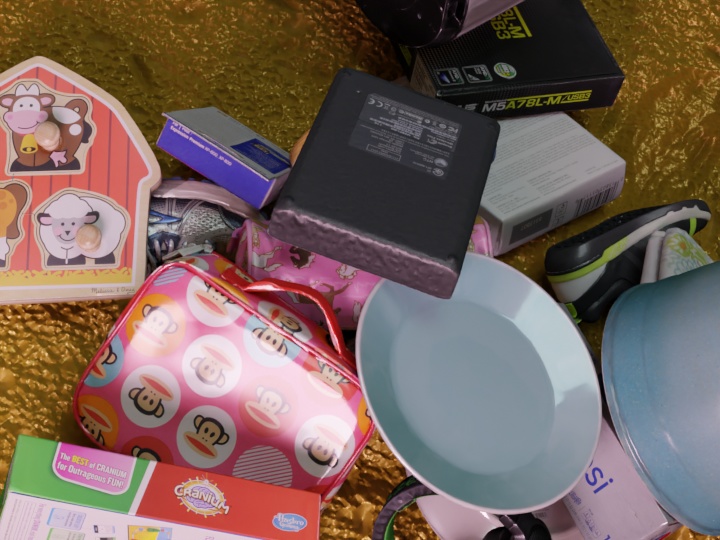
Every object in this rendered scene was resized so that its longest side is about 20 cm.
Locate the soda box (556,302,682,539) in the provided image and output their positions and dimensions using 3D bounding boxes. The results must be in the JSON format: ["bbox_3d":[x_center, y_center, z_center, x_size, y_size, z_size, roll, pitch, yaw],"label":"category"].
[{"bbox_3d":[0.172,0.124,1.182,0.063,0.068,0.201,6,49,-57],"label":"soda box"}]

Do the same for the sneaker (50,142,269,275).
[{"bbox_3d":[-0.163,-0.026,1.195,0.197,0.077,0.086,15,60,-1],"label":"sneaker"}]

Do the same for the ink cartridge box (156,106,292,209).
[{"bbox_3d":[-0.102,-0.090,1.199,0.094,0.200,0.037,32,97,1],"label":"ink cartridge box"}]

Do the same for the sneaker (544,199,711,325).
[{"bbox_3d":[0.237,-0.004,1.350,0.198,0.071,0.084,-22,97,-33],"label":"sneaker"}]

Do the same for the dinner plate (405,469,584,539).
[{"bbox_3d":[0.130,0.153,1.215,0.197,0.024,0.202,10,56,-15],"label":"dinner plate"}]

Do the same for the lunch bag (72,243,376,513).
[{"bbox_3d":[-0.085,0.082,1.080,0.199,0.177,0.082,36,12,1],"label":"lunch bag"}]

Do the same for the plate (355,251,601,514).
[{"bbox_3d":[0.082,0.080,1.086,0.198,0.026,0.202,13,57,-21],"label":"plate"}]

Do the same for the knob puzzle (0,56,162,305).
[{"bbox_3d":[-0.249,-0.075,1.154,0.216,0.031,0.223,0,69,0],"label":"knob puzzle"}]

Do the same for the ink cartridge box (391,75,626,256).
[{"bbox_3d":[0.118,-0.112,1.385,0.161,0.058,0.200,-24,49,-32],"label":"ink cartridge box"}]

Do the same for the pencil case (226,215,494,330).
[{"bbox_3d":[0.000,0.000,1.157,0.197,0.084,0.087,-2,18,-11],"label":"pencil case"}]

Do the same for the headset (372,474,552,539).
[{"bbox_3d":[0.099,0.223,1.107,0.200,0.123,0.094,49,33,-4],"label":"headset"}]

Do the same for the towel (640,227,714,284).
[{"bbox_3d":[0.290,0.082,1.275,0.171,0.048,0.202,39,45,-24],"label":"towel"}]

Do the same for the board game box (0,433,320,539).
[{"bbox_3d":[-0.141,0.179,1.009,0.197,0.153,0.041,13,53,-14],"label":"board game box"}]

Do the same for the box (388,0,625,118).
[{"bbox_3d":[0.121,-0.227,1.426,0.191,0.048,0.202,-9,53,-18],"label":"box"}]

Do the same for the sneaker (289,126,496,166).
[{"bbox_3d":[0.036,-0.073,1.250,0.198,0.075,0.089,-9,63,-32],"label":"sneaker"}]

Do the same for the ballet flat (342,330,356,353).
[{"bbox_3d":[0.003,0.073,1.198,0.199,0.075,0.064,-37,108,-37],"label":"ballet flat"}]

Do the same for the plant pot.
[{"bbox_3d":[0.311,0.071,1.123,0.199,0.187,0.202,24,52,-36],"label":"plant pot"}]

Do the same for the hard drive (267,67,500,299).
[{"bbox_3d":[0.023,-0.070,1.136,0.138,0.033,0.201,20,38,1],"label":"hard drive"}]

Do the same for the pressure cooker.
[{"bbox_3d":[0.093,-0.306,1.338,0.199,0.180,0.176,-30,52,-26],"label":"pressure cooker"}]
